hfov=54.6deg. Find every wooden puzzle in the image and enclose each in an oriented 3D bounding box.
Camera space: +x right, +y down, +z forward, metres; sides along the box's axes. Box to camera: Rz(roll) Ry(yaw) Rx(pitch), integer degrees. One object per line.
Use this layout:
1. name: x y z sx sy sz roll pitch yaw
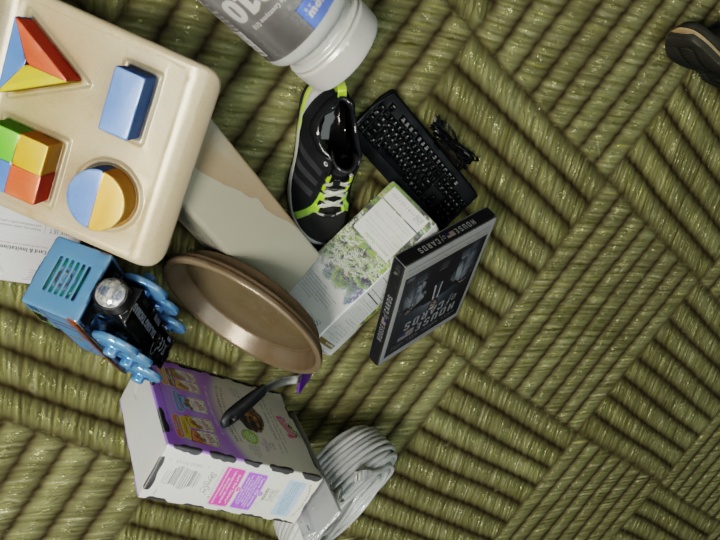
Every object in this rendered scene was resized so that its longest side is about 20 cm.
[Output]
1. wooden puzzle: -0.240 -0.118 0.592 0.197 0.046 0.188 22 105 -7

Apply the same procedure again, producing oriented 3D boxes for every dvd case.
1. dvd case: 0.085 0.024 0.867 0.149 0.025 0.202 -28 150 -29

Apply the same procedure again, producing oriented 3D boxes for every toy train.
1. toy train: -0.246 0.046 0.694 0.113 0.201 0.088 22 69 5

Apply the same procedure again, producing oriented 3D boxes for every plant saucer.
1. plant saucer: -0.122 0.044 0.751 0.201 0.198 0.030 53 57 -35

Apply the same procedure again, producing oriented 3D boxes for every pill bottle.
1. pill bottle: -0.082 -0.266 0.645 0.199 0.114 0.114 34 97 -35

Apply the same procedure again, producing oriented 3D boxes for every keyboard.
1. keyboard: 0.081 -0.134 0.842 0.104 0.040 0.200 -47 127 3
2. keyboard: -0.075 0.249 0.860 0.056 0.200 0.011 -42 122 0

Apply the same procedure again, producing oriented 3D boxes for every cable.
1. cable: -0.034 0.300 0.939 0.201 0.069 0.199 -56 158 18

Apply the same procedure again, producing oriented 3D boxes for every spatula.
1. spatula: -0.102 0.140 0.834 0.199 0.020 0.057 -26 131 -55

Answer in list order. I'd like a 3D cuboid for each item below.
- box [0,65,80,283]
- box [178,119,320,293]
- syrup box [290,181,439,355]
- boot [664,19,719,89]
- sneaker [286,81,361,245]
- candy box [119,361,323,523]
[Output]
1. box: -0.333 -0.090 0.652 0.154 0.041 0.203 10 109 -30
2. box: -0.139 -0.062 0.726 0.078 0.094 0.201 -49 129 -15
3. syrup box: 0.000 0.000 0.829 0.200 0.079 0.081 -44 158 0
4. boot: 0.492 -0.335 0.937 0.198 0.077 0.140 9 107 -44
5. sneaker: -0.038 -0.111 0.764 0.071 0.083 0.203 -11 121 -21
6. candy box: -0.163 0.195 0.806 0.198 0.168 0.072 24 104 -34
